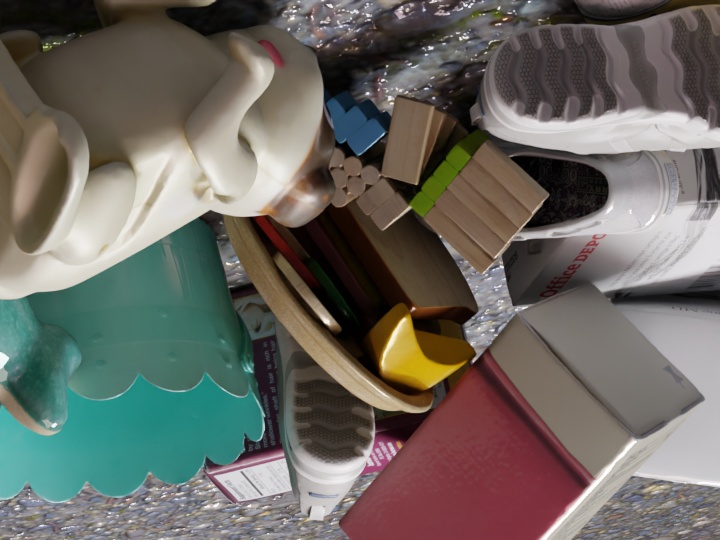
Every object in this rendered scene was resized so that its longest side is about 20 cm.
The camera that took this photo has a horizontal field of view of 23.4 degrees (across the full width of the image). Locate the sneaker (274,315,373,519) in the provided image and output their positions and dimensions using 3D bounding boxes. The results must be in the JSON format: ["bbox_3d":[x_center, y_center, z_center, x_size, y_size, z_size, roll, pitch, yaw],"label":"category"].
[{"bbox_3d":[-0.029,0.071,1.145,0.074,0.201,0.082,12,132,-6],"label":"sneaker"}]

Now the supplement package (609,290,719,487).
[{"bbox_3d":[0.231,0.072,1.251,0.116,0.118,0.200,8,-171,8],"label":"supplement package"}]

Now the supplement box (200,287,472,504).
[{"bbox_3d":[-0.018,0.077,1.254,0.198,0.132,0.103,-13,157,4],"label":"supplement box"}]

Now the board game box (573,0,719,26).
[{"bbox_3d":[0.196,-0.151,0.961,0.134,0.035,0.200,-19,156,15],"label":"board game box"}]

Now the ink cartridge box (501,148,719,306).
[{"bbox_3d":[0.203,-0.047,1.137,0.198,0.084,0.145,-4,157,-17],"label":"ink cartridge box"}]

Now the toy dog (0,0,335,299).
[{"bbox_3d":[-0.099,-0.061,0.874,0.199,0.140,0.195,-16,135,-35],"label":"toy dog"}]

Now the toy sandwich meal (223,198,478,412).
[{"bbox_3d":[0.000,0.000,1.047,0.070,0.206,0.205,-40,150,13],"label":"toy sandwich meal"}]

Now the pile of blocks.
[{"bbox_3d":[0.015,-0.068,0.988,0.199,0.083,0.062,19,-159,13],"label":"pile of blocks"}]

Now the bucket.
[{"bbox_3d":[-0.167,0.054,1.123,0.205,0.136,0.208,-9,157,-4],"label":"bucket"}]

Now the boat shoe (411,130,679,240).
[{"bbox_3d":[0.091,-0.046,1.029,0.068,0.073,0.199,-1,-171,-43],"label":"boat shoe"}]

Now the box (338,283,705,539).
[{"bbox_3d":[0.102,0.122,1.112,0.200,0.109,0.128,-52,163,25],"label":"box"}]

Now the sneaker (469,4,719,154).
[{"bbox_3d":[0.152,-0.100,0.946,0.198,0.075,0.082,3,170,-17],"label":"sneaker"}]

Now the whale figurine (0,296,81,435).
[{"bbox_3d":[-0.227,0.005,0.947,0.199,0.160,0.104,36,117,-20],"label":"whale figurine"}]
